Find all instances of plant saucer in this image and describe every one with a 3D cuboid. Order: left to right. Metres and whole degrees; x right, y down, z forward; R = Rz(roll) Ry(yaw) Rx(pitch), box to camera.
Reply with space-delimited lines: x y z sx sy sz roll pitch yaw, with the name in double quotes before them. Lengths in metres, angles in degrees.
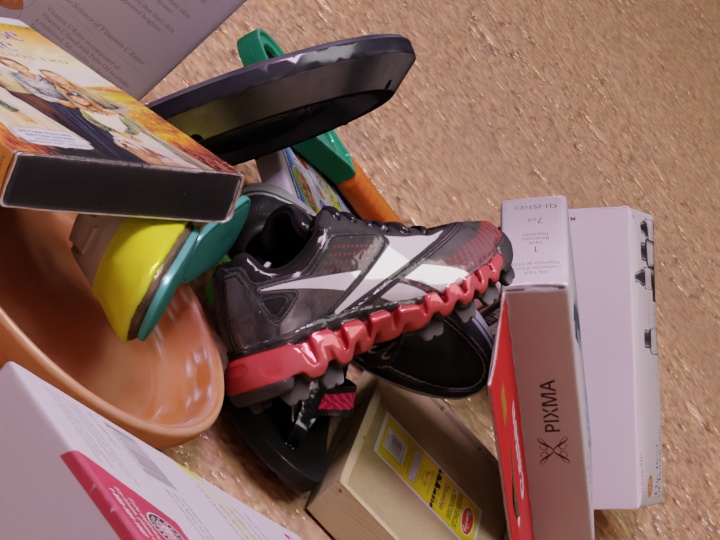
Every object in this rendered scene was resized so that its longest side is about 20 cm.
"plant saucer" -0.150 0.010 1.177 0.200 0.037 0.200 43 21 -21

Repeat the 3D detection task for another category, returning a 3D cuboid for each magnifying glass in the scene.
"magnifying glass" -0.020 -0.077 1.496 0.200 0.022 0.080 54 12 -41

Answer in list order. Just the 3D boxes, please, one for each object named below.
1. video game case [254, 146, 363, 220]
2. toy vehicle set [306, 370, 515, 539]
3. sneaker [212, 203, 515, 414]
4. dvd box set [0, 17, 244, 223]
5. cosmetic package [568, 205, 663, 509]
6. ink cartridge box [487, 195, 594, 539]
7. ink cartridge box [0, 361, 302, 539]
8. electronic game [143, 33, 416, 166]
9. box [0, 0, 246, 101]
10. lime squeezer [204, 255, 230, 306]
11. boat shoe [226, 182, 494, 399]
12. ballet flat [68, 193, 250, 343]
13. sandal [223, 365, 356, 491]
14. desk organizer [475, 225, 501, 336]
"video game case" -0.014 -0.020 1.480 0.200 0.018 0.144 52 13 -42
"toy vehicle set" 0.036 0.132 1.371 0.124 0.026 0.200 47 20 -8
"sneaker" 0.000 0.000 1.276 0.200 0.071 0.098 -24 93 -34
"dvd box set" -0.171 -0.081 1.153 0.146 0.030 0.200 4 23 -46
"cosmetic package" 0.173 0.060 1.597 0.082 0.050 0.201 6 82 -69
"ink cartridge box" 0.110 0.087 1.396 0.177 0.044 0.201 -83 166 -53
"ink cartridge box" -0.074 0.142 0.963 0.200 0.084 0.145 36 5 -42
"electronic game" -0.064 -0.090 1.313 0.200 0.199 0.042 -11 81 -68
"box" -0.135 -0.184 1.318 0.124 0.200 0.098 40 22 -25
"lime squeezer" -0.057 -0.020 1.431 0.071 0.038 0.200 51 17 12
"boat shoe" 0.000 0.022 1.351 0.199 0.069 0.057 32 13 -22
"ballet flat" -0.109 -0.015 1.184 0.067 0.067 0.200 28 17 2
"sandal" -0.032 0.058 1.331 0.075 0.045 0.200 46 20 -12
"desk organizer" 0.079 0.014 1.560 0.077 0.072 0.200 60 13 16
